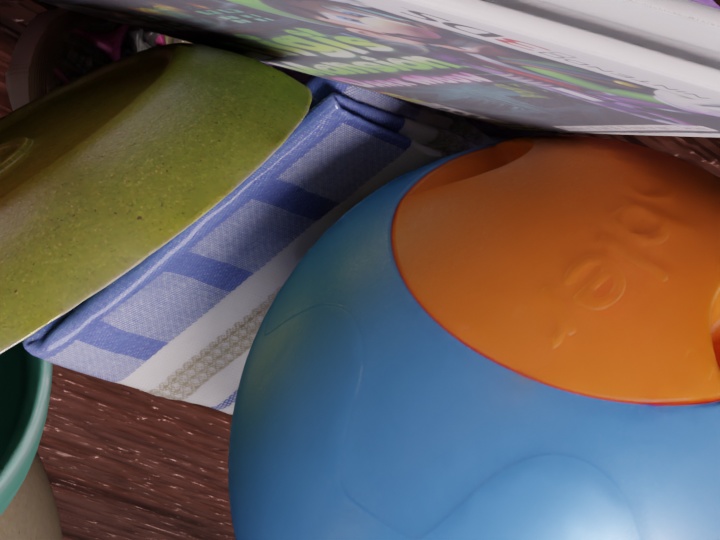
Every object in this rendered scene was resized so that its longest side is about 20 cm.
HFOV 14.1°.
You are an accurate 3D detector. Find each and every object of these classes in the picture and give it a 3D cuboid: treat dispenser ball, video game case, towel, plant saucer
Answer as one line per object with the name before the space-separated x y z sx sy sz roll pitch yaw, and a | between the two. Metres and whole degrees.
treat dispenser ball | 0.060 0.060 0.877 0.200 0.202 0.201 0 162 0
video game case | 0.015 -0.064 0.762 0.181 0.023 0.200 14 178 -25
towel | 0.000 0.000 0.965 0.147 0.024 0.200 -40 149 22
plant saucer | -0.106 -0.010 0.791 0.199 0.031 0.200 -29 -168 7

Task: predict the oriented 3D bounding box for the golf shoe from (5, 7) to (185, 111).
golf shoe | -0.078 -0.031 0.974 0.092 0.073 0.200 17 164 26

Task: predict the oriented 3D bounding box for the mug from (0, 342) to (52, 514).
mug | -0.197 0.027 1.076 0.152 0.186 0.114 -21 169 -13

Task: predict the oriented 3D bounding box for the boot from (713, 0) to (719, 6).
boot | 0.185 -0.088 0.812 0.199 0.097 0.075 26 161 -6

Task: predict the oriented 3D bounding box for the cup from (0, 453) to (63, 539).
cup | -0.223 0.089 1.202 0.199 0.201 0.143 2 147 -4

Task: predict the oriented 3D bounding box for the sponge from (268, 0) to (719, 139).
sponge | 0.067 -0.074 0.910 0.199 0.030 0.112 -8 162 21
